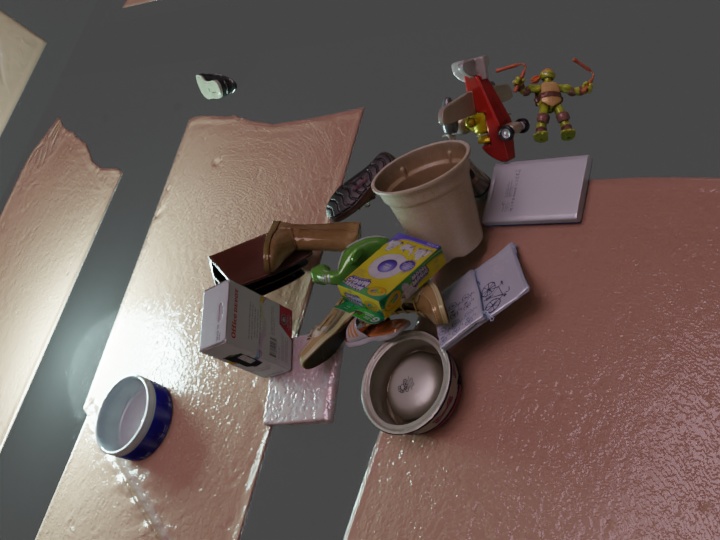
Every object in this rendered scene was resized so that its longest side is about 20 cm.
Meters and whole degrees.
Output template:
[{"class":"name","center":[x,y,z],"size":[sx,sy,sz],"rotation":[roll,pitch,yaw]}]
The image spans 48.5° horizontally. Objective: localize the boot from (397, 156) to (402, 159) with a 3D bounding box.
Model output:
[{"class":"boot","center":[0.118,-0.145,1.693],"size":[0.131,0.069,0.201],"rotation":[-1,81,61]}]

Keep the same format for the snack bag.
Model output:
[{"class":"snack bag","center":[0.218,0.043,1.474],"size":[0.200,0.021,0.189],"rotation":[-37,21,18]}]

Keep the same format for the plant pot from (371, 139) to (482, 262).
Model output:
[{"class":"plant pot","center":[0.147,-0.123,1.543],"size":[0.199,0.184,0.201],"rotation":[-21,26,11]}]

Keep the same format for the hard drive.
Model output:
[{"class":"hard drive","center":[0.337,-0.151,1.534],"size":[0.199,0.025,0.133],"rotation":[0,67,40]}]

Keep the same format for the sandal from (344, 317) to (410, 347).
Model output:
[{"class":"sandal","center":[0.027,0.103,1.580],"size":[0.079,0.059,0.206],"rotation":[-36,9,-31]}]

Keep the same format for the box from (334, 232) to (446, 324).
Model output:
[{"class":"box","center":[0.049,0.014,1.466],"size":[0.117,0.049,0.200],"rotation":[20,53,44]}]

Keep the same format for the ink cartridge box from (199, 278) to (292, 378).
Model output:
[{"class":"ink cartridge box","center":[-0.240,0.126,1.699],"size":[0.082,0.200,0.147],"rotation":[-21,55,32]}]

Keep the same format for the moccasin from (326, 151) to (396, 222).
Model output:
[{"class":"moccasin","center":[0.006,-0.183,1.804],"size":[0.201,0.078,0.074],"rotation":[-47,61,5]}]

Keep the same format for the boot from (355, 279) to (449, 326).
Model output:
[{"class":"boot","center":[0.069,0.065,1.487],"size":[0.155,0.073,0.200],"rotation":[-19,28,-9]}]

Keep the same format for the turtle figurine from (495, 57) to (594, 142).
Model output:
[{"class":"turtle figurine","center":[0.361,-0.332,1.561],"size":[0.199,0.064,0.162],"rotation":[2,73,-7]}]

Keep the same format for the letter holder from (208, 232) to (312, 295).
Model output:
[{"class":"letter holder","center":[-0.214,0.004,1.790],"size":[0.199,0.101,0.142],"rotation":[-24,41,-25]}]

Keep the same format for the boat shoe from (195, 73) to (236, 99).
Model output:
[{"class":"boat shoe","center":[-0.437,-0.557,2.398],"size":[0.067,0.072,0.200],"rotation":[-28,31,-24]}]

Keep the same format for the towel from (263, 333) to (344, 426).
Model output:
[{"class":"towel","center":[-0.119,0.232,1.701],"size":[0.190,0.032,0.201],"rotation":[-13,58,36]}]

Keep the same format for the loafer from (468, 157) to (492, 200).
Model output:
[{"class":"loafer","center":[0.198,-0.215,1.660],"size":[0.072,0.063,0.200],"rotation":[-51,45,4]}]

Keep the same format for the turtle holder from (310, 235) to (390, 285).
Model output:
[{"class":"turtle holder","center":[0.009,0.007,1.633],"size":[0.185,0.141,0.132],"rotation":[-37,18,-3]}]

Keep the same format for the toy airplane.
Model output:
[{"class":"toy airplane","center":[0.231,-0.328,1.601],"size":[0.141,0.199,0.200],"rotation":[-29,46,47]}]

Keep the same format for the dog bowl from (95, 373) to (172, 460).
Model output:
[{"class":"dog bowl","center":[-0.558,0.362,1.965],"size":[0.199,0.079,0.201],"rotation":[-20,55,31]}]

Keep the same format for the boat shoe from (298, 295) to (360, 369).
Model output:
[{"class":"boat shoe","center":[-0.064,0.119,1.650],"size":[0.063,0.073,0.201],"rotation":[33,68,24]}]

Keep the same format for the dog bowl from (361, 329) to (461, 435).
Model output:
[{"class":"dog bowl","center":[0.101,0.217,1.495],"size":[0.199,0.074,0.201],"rotation":[-19,56,31]}]

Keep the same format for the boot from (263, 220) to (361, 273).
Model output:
[{"class":"boot","center":[-0.104,-0.056,1.729],"size":[0.199,0.066,0.176],"rotation":[3,39,5]}]
